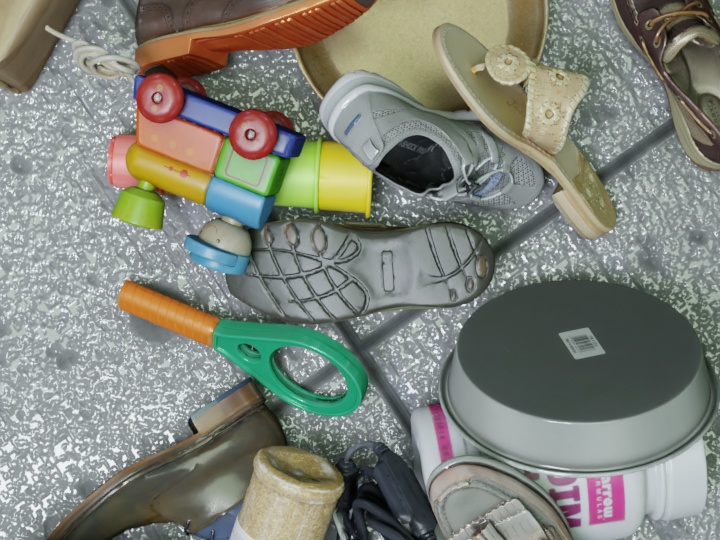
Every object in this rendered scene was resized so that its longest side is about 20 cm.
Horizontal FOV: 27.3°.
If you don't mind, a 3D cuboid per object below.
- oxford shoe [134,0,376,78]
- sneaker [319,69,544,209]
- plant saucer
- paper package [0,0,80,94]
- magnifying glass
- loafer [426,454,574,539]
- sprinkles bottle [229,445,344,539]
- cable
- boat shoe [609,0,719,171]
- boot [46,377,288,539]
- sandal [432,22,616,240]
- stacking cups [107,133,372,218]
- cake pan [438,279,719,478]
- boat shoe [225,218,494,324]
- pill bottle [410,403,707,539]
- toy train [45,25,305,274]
[{"bbox_3d":[-0.082,-0.198,1.080,0.197,0.071,0.074,-11,79,20],"label":"oxford shoe"},{"bbox_3d":[0.059,-0.072,1.060,0.198,0.083,0.075,14,126,-36],"label":"sneaker"},{"bbox_3d":[0.043,-0.194,1.126,0.197,0.035,0.203,0,86,-2],"label":"plant saucer"},{"bbox_3d":[-0.285,-0.263,1.087,0.189,0.103,0.202,28,86,2],"label":"paper package"},{"bbox_3d":[-0.087,0.053,1.095,0.198,0.080,0.023,20,51,8],"label":"magnifying glass"},{"bbox_3d":[0.116,0.201,0.996,0.071,0.063,0.200,-31,123,17],"label":"loafer"},{"bbox_3d":[-0.071,0.227,1.047,0.067,0.068,0.202,18,106,0],"label":"sprinkles bottle"},{"bbox_3d":[0.019,0.229,1.019,0.050,0.201,0.165,-3,129,-26],"label":"cable"},{"bbox_3d":[0.245,-0.174,1.112,0.071,0.072,0.202,-21,87,-3],"label":"boat shoe"},{"bbox_3d":[-0.133,0.175,1.076,0.199,0.075,0.097,-37,85,-6],"label":"boot"},{"bbox_3d":[0.141,-0.114,1.065,0.069,0.078,0.212,-26,121,29],"label":"sandal"},{"bbox_3d":[-0.088,-0.074,1.100,0.197,0.061,0.061,3,86,-2],"label":"stacking cups"},{"bbox_3d":[0.152,0.067,1.038,0.197,0.201,0.037,-5,122,-2],"label":"cake pan"},{"bbox_3d":[0.000,0.000,1.094,0.197,0.074,0.077,2,93,5],"label":"boat shoe"},{"bbox_3d":[0.140,0.142,1.067,0.197,0.113,0.115,-8,86,-2],"label":"pill bottle"},{"bbox_3d":[-0.149,-0.083,1.047,0.198,0.085,0.117,21,97,5],"label":"toy train"}]
